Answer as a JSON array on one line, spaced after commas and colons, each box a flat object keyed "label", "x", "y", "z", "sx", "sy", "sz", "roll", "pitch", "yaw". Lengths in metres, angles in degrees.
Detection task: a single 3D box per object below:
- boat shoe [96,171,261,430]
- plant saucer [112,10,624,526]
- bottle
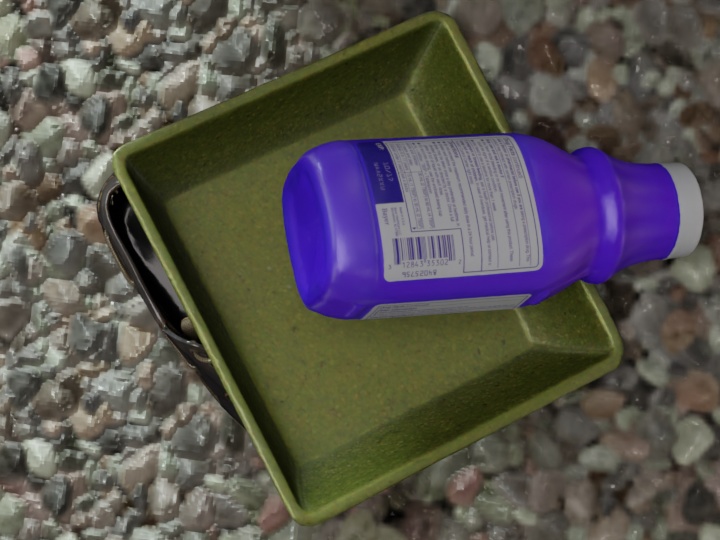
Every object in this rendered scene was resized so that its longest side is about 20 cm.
[{"label": "boat shoe", "x": -0.067, "y": 0.029, "z": 1.365, "sx": 0.074, "sy": 0.073, "sz": 0.200, "roll": -45, "pitch": 82, "yaw": 11}, {"label": "plant saucer", "x": 0.000, "y": 0.000, "z": 1.324, "sx": 0.200, "sy": 0.048, "sz": 0.200, "roll": -26, "pitch": 86, "yaw": -25}, {"label": "bottle", "x": 0.065, "y": -0.024, "z": 1.292, "sx": 0.200, "sy": 0.065, "sz": 0.084, "roll": -5, "pitch": 71, "yaw": -23}]
